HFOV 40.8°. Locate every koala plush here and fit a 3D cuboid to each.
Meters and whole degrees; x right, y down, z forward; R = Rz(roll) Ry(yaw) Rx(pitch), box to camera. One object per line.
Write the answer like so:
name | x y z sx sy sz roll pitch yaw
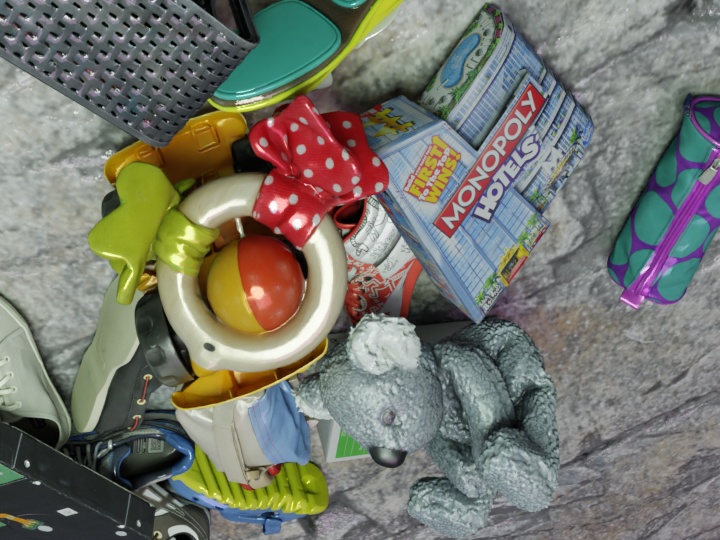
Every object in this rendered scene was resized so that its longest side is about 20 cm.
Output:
koala plush | 0.049 0.109 0.833 0.196 0.187 0.177 18 148 -17

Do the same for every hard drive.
hard drive | -0.294 0.198 0.844 0.138 0.038 0.200 -19 140 24

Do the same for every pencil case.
pencil case | 0.299 -0.062 0.891 0.084 0.093 0.202 26 133 12

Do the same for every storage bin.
storage bin | -0.166 -0.181 0.561 0.094 0.137 0.199 -41 133 22

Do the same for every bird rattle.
bird rattle | -0.071 -0.018 0.642 0.196 0.113 0.166 -18 100 -5

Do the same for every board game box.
board game box | 0.082 -0.090 0.755 0.199 0.062 0.202 33 94 -42

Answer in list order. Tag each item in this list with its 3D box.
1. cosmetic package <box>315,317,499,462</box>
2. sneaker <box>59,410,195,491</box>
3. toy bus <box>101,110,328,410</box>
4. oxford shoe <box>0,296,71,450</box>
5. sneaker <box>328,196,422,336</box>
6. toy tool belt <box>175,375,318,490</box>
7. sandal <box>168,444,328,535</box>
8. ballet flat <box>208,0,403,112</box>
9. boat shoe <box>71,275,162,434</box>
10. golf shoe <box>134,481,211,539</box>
cosmetic package | 0.055 0.119 0.986 0.196 0.086 0.109 -5 132 -15
sneaker | -0.248 0.175 0.911 0.196 0.085 0.079 -8 100 -21
toy bus | -0.101 -0.002 0.770 0.133 0.204 0.192 -21 173 2
oxford shoe | -0.306 0.089 0.818 0.074 0.058 0.203 -19 121 4
sneaker | 0.000 -0.001 0.854 0.106 0.068 0.203 6 126 -31
toy tool belt | -0.089 0.142 0.928 0.121 0.127 0.201 -16 138 9
sandal | -0.128 0.244 1.050 0.198 0.080 0.087 26 125 -37
ballet flat | -0.021 -0.163 0.655 0.200 0.067 0.067 -45 159 -12
boat shoe | -0.199 0.069 0.850 0.062 0.074 0.203 3 135 -32
golf shoe | -0.236 0.256 1.006 0.198 0.095 0.078 21 125 -34
